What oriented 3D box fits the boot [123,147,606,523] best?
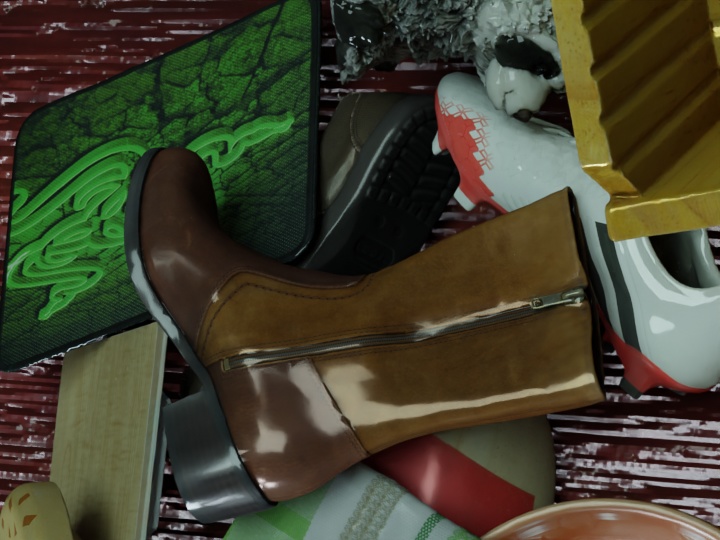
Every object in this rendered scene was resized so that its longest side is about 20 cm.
[{"bbox_3d":[0.000,0.000,1.308,0.200,0.068,0.189,-20,56,14],"label":"boot"}]

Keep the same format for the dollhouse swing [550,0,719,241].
[{"bbox_3d":[0.192,-0.133,1.198,0.175,0.182,0.201,0,112,29],"label":"dollhouse swing"}]

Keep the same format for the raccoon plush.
[{"bbox_3d":[0.050,-0.166,1.328,0.134,0.097,0.201,-5,96,2],"label":"raccoon plush"}]

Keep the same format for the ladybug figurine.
[{"bbox_3d":[0.010,0.125,1.356,0.136,0.072,0.200,28,93,29],"label":"ladybug figurine"}]

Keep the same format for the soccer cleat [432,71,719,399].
[{"bbox_3d":[0.109,-0.031,1.333,0.200,0.069,0.085,53,124,26],"label":"soccer cleat"}]

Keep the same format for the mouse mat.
[{"bbox_3d":[-0.101,-0.044,1.448,0.200,0.008,0.161,-22,50,30],"label":"mouse mat"}]

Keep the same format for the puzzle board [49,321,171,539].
[{"bbox_3d":[-0.125,0.131,1.409,0.151,0.017,0.201,163,114,-66],"label":"puzzle board"}]

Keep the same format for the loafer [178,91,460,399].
[{"bbox_3d":[-0.023,-0.001,1.411,0.200,0.073,0.071,-55,41,-2],"label":"loafer"}]

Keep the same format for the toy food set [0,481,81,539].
[{"bbox_3d":[-0.162,0.213,1.381,0.200,0.049,0.198,130,143,-52],"label":"toy food set"}]

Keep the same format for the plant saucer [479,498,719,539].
[{"bbox_3d":[0.110,0.200,1.288,0.200,0.032,0.201,-1,87,14],"label":"plant saucer"}]

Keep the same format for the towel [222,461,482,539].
[{"bbox_3d":[0.008,0.175,1.289,0.200,0.031,0.149,33,95,34],"label":"towel"}]
